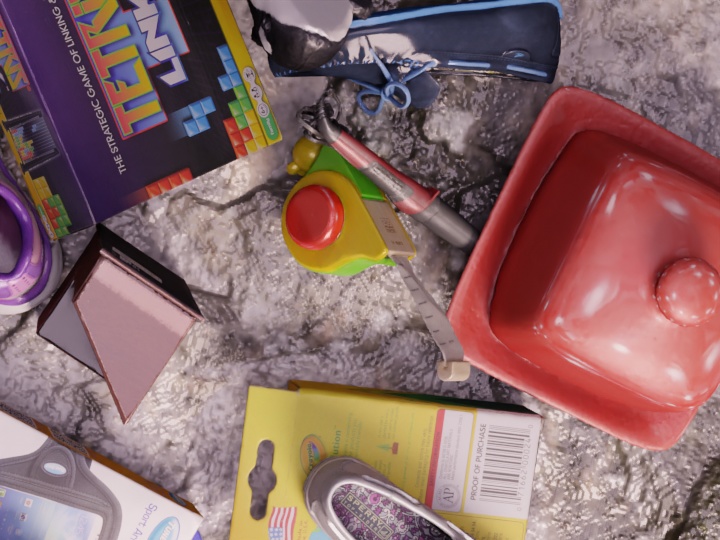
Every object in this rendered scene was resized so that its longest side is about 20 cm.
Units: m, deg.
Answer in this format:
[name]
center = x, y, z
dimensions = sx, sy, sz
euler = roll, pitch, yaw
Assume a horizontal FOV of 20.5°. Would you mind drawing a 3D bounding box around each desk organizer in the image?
[desk organizer]
center = -0.151, 0.029, 1.217
dimensions = 0.072, 0.200, 0.077
euler = 34, 90, -10

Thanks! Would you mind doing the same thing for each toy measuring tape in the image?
[toy measuring tape]
center = 0.000, 0.000, 1.285
dimensions = 0.073, 0.074, 0.201
euler = -26, 68, -6

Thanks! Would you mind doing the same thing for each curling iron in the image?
[curling iron]
center = 0.035, -0.053, 1.300
dimensions = 0.200, 0.050, 0.026
euler = 36, 117, -27

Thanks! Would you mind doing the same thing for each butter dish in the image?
[butter dish]
center = 0.186, 0.007, 1.288
dimensions = 0.199, 0.148, 0.201
euler = 26, 89, -17

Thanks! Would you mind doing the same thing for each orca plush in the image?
[orca plush]
center = -0.062, -0.178, 1.248
dimensions = 0.105, 0.200, 0.071
euler = 7, 129, -40

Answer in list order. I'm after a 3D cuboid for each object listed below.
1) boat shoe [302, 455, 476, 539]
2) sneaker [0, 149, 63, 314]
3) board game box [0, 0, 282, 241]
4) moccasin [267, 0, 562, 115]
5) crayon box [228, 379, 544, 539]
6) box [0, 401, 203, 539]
[boat shoe]
center = 0.050, 0.190, 1.273
dimensions = 0.200, 0.069, 0.072
euler = 45, 87, -9
[sneaker]
center = -0.259, -0.061, 1.250
dimensions = 0.080, 0.088, 0.201
euler = -35, 96, -3
[board game box]
center = -0.156, -0.142, 1.238
dimensions = 0.165, 0.057, 0.201
euler = -29, 100, -41
[moccasin]
center = 0.040, -0.137, 1.298
dimensions = 0.199, 0.080, 0.069
euler = -8, 99, -7
[crayon box]
center = 0.013, 0.143, 1.325
dimensions = 0.199, 0.051, 0.128
euler = 8, 93, -10
[box]
center = -0.196, 0.173, 1.287
dimensions = 0.199, 0.041, 0.119
euler = 30, 89, -17
